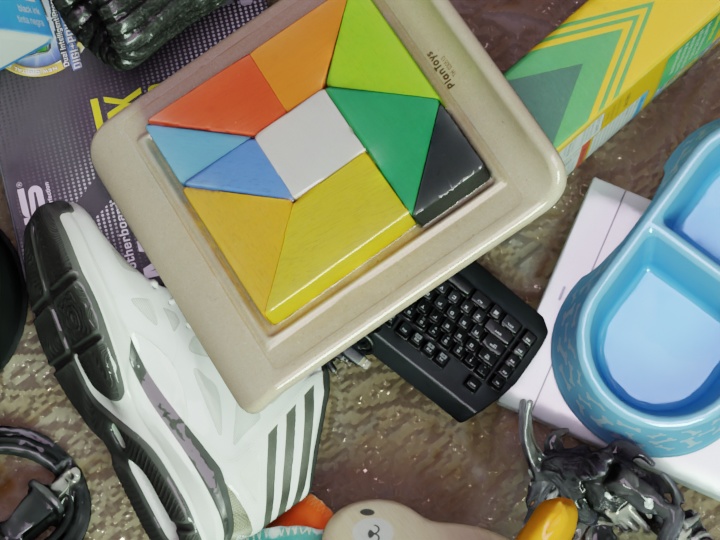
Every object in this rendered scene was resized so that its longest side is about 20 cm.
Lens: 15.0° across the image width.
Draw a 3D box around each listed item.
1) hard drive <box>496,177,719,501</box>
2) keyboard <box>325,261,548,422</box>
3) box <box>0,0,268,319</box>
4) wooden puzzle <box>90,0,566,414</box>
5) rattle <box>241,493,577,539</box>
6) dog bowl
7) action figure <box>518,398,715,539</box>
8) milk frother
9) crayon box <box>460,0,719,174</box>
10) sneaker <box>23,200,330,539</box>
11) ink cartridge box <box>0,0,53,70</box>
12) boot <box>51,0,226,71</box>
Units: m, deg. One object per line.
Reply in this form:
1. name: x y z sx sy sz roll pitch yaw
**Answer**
1. hard drive: 0.190 0.050 1.454 0.200 0.027 0.132 23 83 4
2. keyboard: 0.000 0.000 1.409 0.200 0.040 0.104 37 67 -1
3. box: -0.116 -0.082 1.467 0.160 0.044 0.200 -13 82 -1
4. wooden puzzle: -0.023 -0.055 1.357 0.200 0.037 0.185 -37 62 6
5. rattle: 0.012 0.131 1.352 0.130 0.143 0.200 -39 54 -13
6. dog bowl: 0.183 0.003 1.422 0.111 0.050 0.200 37 83 6
7. action figure: 0.143 0.154 1.398 0.200 0.119 0.102 37 79 0
8. milk frother: -0.216 0.052 1.378 0.200 0.188 0.181 29 84 4
9. crayon box: 0.124 -0.103 1.426 0.200 0.126 0.052 -40 83 -5
10. sneaker: -0.090 0.043 1.417 0.115 0.076 0.201 -25 86 -29
11. ink cartridge box: -0.268 -0.184 1.436 0.146 0.084 0.200 -25 79 24
12. boot: -0.116 -0.211 1.429 0.158 0.079 0.211 -30 56 -13
